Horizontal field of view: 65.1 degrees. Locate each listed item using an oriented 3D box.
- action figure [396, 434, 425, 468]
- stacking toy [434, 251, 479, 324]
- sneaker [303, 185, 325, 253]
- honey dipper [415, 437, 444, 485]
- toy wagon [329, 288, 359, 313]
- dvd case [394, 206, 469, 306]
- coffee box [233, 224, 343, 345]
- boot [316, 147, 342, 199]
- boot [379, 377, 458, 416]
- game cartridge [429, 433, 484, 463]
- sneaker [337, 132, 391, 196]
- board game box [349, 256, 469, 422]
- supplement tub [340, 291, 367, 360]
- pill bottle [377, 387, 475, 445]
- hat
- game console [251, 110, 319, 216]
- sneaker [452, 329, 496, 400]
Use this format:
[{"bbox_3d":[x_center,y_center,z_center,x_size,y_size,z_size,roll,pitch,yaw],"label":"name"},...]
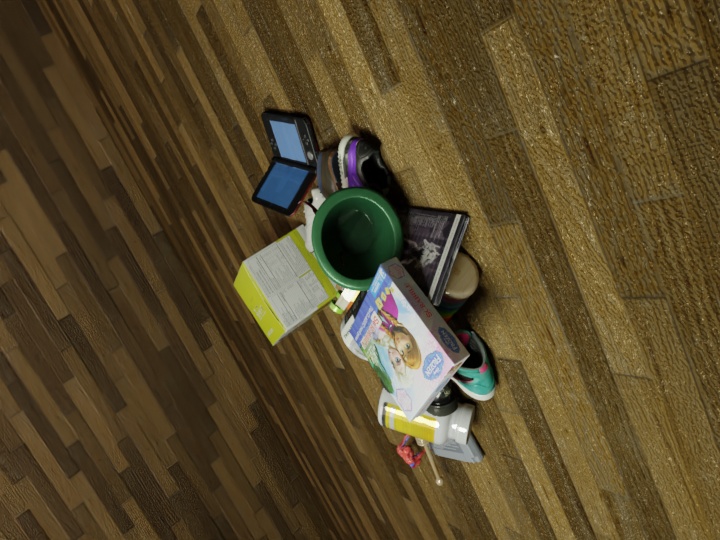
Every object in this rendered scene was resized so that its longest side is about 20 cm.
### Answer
[{"bbox_3d":[0.146,0.471,1.506,0.065,0.099,0.201,40,172,21],"label":"action figure"},{"bbox_3d":[0.153,0.050,1.022,0.086,0.084,0.202,47,159,19],"label":"stacking toy"},{"bbox_3d":[-0.090,-0.115,1.261,0.087,0.074,0.201,45,144,9],"label":"sneaker"},{"bbox_3d":[0.170,0.459,1.391,0.037,0.038,0.205,18,136,51],"label":"honey dipper"},{"bbox_3d":[0.000,0.000,1.153,0.039,0.158,0.200,32,-163,-1],"label":"toy wagon"},{"bbox_3d":[0.092,-0.032,0.976,0.016,0.153,0.198,23,175,-35],"label":"dvd case"},{"bbox_3d":[-0.191,0.043,1.467,0.203,0.195,0.200,55,154,3],"label":"coffee box"},{"bbox_3d":[-0.037,-0.153,1.145,0.097,0.073,0.207,35,139,56],"label":"boot"},{"bbox_3d":[0.100,0.158,1.045,0.208,0.078,0.163,14,122,52],"label":"boot"},{"bbox_3d":[0.199,0.381,1.334,0.136,0.040,0.199,57,154,-6],"label":"game cartridge"},{"bbox_3d":[0.017,-0.145,1.044,0.098,0.069,0.205,27,141,42],"label":"sneaker"},{"bbox_3d":[0.072,0.121,0.951,0.201,0.040,0.203,53,144,24],"label":"board game box"},{"bbox_3d":[0.050,0.071,1.107,0.123,0.121,0.203,46,128,19],"label":"supplement tub"},{"bbox_3d":[0.142,0.303,1.208,0.193,0.113,0.115,13,136,20],"label":"pill bottle"},{"bbox_3d":[-0.013,-0.071,1.057,0.176,0.161,0.206,-126,13,-86],"label":"hat"},{"bbox_3d":[-0.181,-0.239,1.234,0.197,0.117,0.177,24,139,48],"label":"game console"},{"bbox_3d":[0.170,0.158,1.082,0.196,0.084,0.123,26,146,35],"label":"sneaker"}]
